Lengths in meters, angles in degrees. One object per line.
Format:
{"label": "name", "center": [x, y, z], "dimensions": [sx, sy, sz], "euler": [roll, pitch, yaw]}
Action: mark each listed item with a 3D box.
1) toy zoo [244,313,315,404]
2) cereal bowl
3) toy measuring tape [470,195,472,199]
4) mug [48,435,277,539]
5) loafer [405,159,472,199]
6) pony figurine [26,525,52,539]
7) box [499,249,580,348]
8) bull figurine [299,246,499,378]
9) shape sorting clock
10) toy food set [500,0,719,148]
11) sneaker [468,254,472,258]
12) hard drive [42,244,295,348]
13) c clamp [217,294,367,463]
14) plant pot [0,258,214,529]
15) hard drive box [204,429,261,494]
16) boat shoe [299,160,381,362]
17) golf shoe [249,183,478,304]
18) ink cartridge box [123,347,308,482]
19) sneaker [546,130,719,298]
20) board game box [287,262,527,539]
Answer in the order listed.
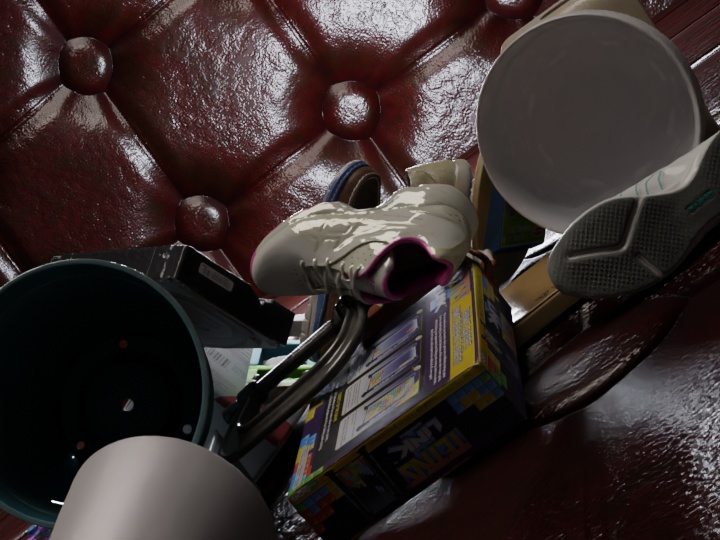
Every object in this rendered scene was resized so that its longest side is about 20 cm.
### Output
{"label": "toy zoo", "center": [-0.042, 0.081, 1.241], "dimensions": [0.130, 0.021, 0.200], "euler": [-1, 20, 2]}
{"label": "cereal bowl", "center": [0.208, -0.134, 1.097], "dimensions": [0.200, 0.201, 0.083], "euler": [-33, 3, 30]}
{"label": "toy measuring tape", "center": [0.066, 0.005, 1.264], "dimensions": [0.074, 0.073, 0.201], "euler": [-41, -19, -40]}
{"label": "mug", "center": [-0.139, 0.225, 0.784], "dimensions": [0.148, 0.188, 0.153], "euler": [-2, 25, 12]}
{"label": "loafer", "center": [0.059, -0.010, 1.171], "dimensions": [0.076, 0.068, 0.201], "euler": [94, -174, -81]}
{"label": "pony figurine", "center": [-0.311, 0.270, 1.355], "dimensions": [0.200, 0.166, 0.194], "euler": [-46, -21, -43]}
{"label": "box", "center": [0.121, 0.044, 1.054], "dimensions": [0.200, 0.021, 0.163], "euler": [-38, 5, -5]}
{"label": "bull figurine", "center": [0.037, 0.046, 1.047], "dimensions": [0.200, 0.065, 0.122], "euler": [-35, 21, 21]}
{"label": "shape sorting clock", "center": [0.149, -0.086, 1.227], "dimensions": [0.039, 0.201, 0.200], "euler": [7, 28, 26]}
{"label": "toy food set", "center": [0.239, -0.168, 1.156], "dimensions": [0.143, 0.201, 0.060], "euler": [-32, 2, 33]}
{"label": "sneaker", "center": [0.084, -0.024, 1.433], "dimensions": [0.078, 0.100, 0.200], "euler": [-39, 6, -23]}
{"label": "hard drive", "center": [-0.174, 0.027, 1.089], "dimensions": [0.199, 0.140, 0.038], "euler": [-1, 63, 41]}
{"label": "c clamp", "center": [-0.059, 0.083, 1.029], "dimensions": [0.200, 0.027, 0.171], "euler": [-40, 12, 31]}
{"label": "plant pot", "center": [-0.206, 0.107, 1.008], "dimensions": [0.200, 0.200, 0.188], "euler": [-37, -10, -4]}
{"label": "hard drive box", "center": [-0.167, 0.228, 1.040], "dimensions": [0.156, 0.077, 0.200], "euler": [-36, 5, 0]}
{"label": "boat shoe", "center": [0.000, 0.000, 1.141], "dimensions": [0.072, 0.201, 0.072], "euler": [22, 25, 30]}
{"label": "golf shoe", "center": [-0.004, -0.010, 0.993], "dimensions": [0.199, 0.076, 0.092], "euler": [-16, 35, 21]}
{"label": "ink cartridge box", "center": [-0.131, 0.124, 1.261], "dimensions": [0.083, 0.145, 0.200], "euler": [-53, 0, 19]}
{"label": "sneaker", "center": [0.225, -0.038, 0.919], "dimensions": [0.200, 0.071, 0.080], "euler": [-31, -4, -5]}
{"label": "board game box", "center": [0.035, 0.091, 0.898], "dimensions": [0.165, 0.057, 0.200], "euler": [-36, 13, 15]}
